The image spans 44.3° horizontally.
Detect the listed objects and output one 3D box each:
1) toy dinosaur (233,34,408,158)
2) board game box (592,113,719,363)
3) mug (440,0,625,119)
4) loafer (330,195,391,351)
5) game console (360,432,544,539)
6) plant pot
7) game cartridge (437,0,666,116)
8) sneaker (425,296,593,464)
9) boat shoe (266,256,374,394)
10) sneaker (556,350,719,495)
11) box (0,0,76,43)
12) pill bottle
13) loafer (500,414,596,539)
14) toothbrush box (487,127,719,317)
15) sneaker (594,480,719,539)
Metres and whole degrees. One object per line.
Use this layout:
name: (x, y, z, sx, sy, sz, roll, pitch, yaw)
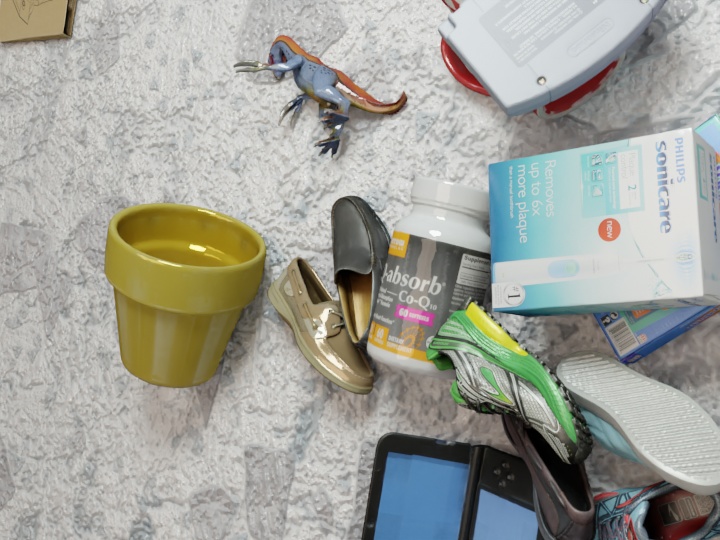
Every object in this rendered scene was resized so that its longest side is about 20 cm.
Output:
toy dinosaur: (-0.056, -0.237, 1.132, 0.197, 0.105, 0.183, -12, 59, -4)
board game box: (0.301, -0.027, 0.850, 0.199, 0.045, 0.153, -37, 65, 27)
mug: (0.175, -0.260, 0.941, 0.132, 0.178, 0.201, -28, 69, -11)
loafer: (0.000, 0.000, 1.043, 0.072, 0.072, 0.202, -29, 68, 30)
game console: (0.097, 0.285, 0.909, 0.170, 0.117, 0.203, 9, 91, 53)
plant pot: (-0.235, 0.037, 1.144, 0.200, 0.200, 0.191, 31, 118, 33)
game cartridge: (0.188, -0.242, 0.832, 0.199, 0.040, 0.134, -37, 70, 5)
sneaker: (0.141, 0.116, 0.843, 0.085, 0.078, 0.200, -45, 48, -1)
boat shoe: (-0.042, 0.064, 1.067, 0.200, 0.071, 0.065, 49, 112, 30)
sneaker: (0.266, 0.149, 0.821, 0.074, 0.082, 0.200, -34, 36, -8)
box: (-0.552, -0.476, 1.518, 0.198, 0.021, 0.166, 7, 89, 35)
pill bottle: (0.081, 0.007, 0.958, 0.115, 0.116, 0.203, 14, 93, 35)
loafer: (0.188, 0.169, 0.858, 0.063, 0.071, 0.201, 97, 167, -46)
toothbrush box: (0.226, -0.036, 0.826, 0.198, 0.085, 0.148, -5, 81, 34)
sneaker: (0.257, 0.234, 0.821, 0.199, 0.095, 0.080, -36, 65, 26)
